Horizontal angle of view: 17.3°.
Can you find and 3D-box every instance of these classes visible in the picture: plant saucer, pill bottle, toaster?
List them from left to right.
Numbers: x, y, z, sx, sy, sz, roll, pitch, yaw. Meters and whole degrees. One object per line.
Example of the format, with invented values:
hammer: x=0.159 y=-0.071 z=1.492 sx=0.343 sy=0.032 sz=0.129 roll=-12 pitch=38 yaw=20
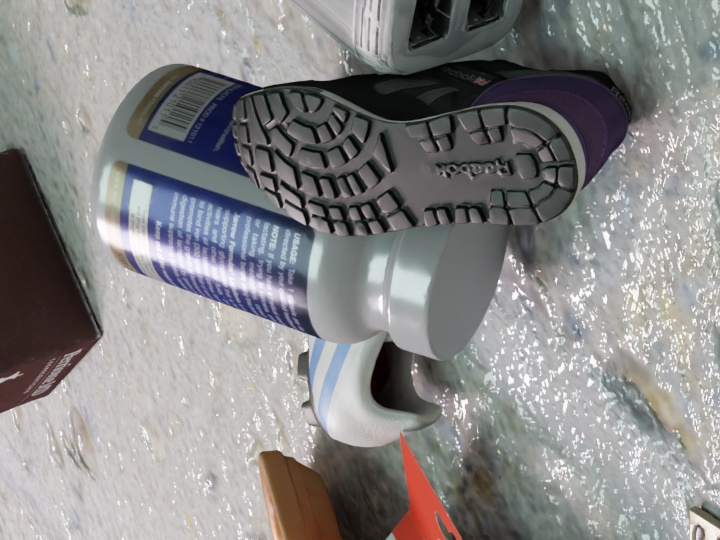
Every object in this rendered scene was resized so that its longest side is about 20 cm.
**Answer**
pill bottle: x=-0.030 y=-0.028 z=1.228 sx=0.199 sy=0.116 sz=0.116 roll=20 pitch=129 yaw=23
plant saucer: x=-0.023 y=0.206 z=1.450 sx=0.200 sy=0.037 sz=0.201 roll=167 pitch=90 yaw=-84
toaster: x=0.014 y=-0.183 z=1.115 sx=0.129 sy=0.113 sz=0.201 roll=47 pitch=141 yaw=34

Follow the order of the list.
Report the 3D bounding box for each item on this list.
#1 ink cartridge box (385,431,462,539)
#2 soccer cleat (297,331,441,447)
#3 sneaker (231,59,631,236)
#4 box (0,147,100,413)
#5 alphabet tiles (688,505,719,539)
ink cartridge box: x=0.043 y=0.215 z=1.318 sx=0.163 sy=0.057 sz=0.200 roll=-121 pitch=12 yaw=-45
soccer cleat: x=0.000 y=0.000 z=1.323 sx=0.086 sy=0.070 sz=0.201 roll=-5 pitch=101 yaw=38
sneaker: x=0.035 y=-0.064 z=1.134 sx=0.199 sy=0.088 sz=0.076 roll=7 pitch=119 yaw=33
box: x=-0.335 y=0.033 z=1.786 sx=0.165 sy=0.199 sz=0.166 roll=65 pitch=152 yaw=9
alphabet tiles: x=0.219 y=0.195 z=1.099 sx=0.200 sy=0.006 sz=0.167 roll=33 pitch=135 yaw=50
